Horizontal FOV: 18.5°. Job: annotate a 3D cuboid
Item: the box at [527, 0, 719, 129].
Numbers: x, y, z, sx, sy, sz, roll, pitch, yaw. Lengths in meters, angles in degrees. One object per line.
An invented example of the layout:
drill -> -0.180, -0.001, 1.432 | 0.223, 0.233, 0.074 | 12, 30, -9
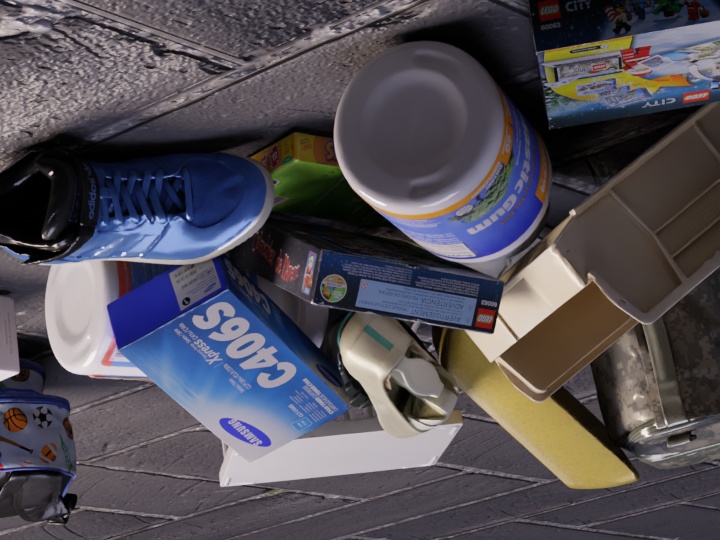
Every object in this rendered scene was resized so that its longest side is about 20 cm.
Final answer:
box -> 0.209, -0.145, 1.391 | 0.198, 0.038, 0.137 | -9, 163, 5

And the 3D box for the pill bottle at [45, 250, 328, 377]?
pill bottle -> -0.129, 0.027, 1.679 | 0.199, 0.113, 0.112 | 5, 159, -34

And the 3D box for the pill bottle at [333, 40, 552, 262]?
pill bottle -> 0.064, -0.068, 1.449 | 0.111, 0.113, 0.200 | -12, 164, 16

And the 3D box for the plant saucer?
plant saucer -> 0.129, 0.100, 1.806 | 0.048, 0.200, 0.200 | -47, -173, 4

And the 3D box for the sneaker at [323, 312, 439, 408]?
sneaker -> 0.009, 0.069, 1.777 | 0.075, 0.079, 0.200 | -40, 153, 4

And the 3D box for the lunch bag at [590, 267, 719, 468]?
lunch bag -> 0.249, 0.049, 1.771 | 0.138, 0.202, 0.168 | -15, 165, 15

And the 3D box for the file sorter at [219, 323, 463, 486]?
file sorter -> -0.026, 0.106, 1.951 | 0.198, 0.126, 0.139 | -4, 162, -11

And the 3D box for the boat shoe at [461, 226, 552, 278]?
boat shoe -> 0.116, 0.008, 1.760 | 0.074, 0.087, 0.201 | -16, 161, 27

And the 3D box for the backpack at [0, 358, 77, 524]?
backpack -> -0.334, 0.155, 1.943 | 0.198, 0.156, 0.190 | -7, 172, -23

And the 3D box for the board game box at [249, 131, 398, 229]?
board game box -> 0.003, -0.061, 1.595 | 0.199, 0.030, 0.095 | 10, 157, -38

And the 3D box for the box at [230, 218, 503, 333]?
box -> 0.000, 0.000, 1.574 | 0.135, 0.038, 0.200 | 9, -175, -20

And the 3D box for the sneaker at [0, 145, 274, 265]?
sneaker -> -0.164, -0.044, 1.492 | 0.198, 0.078, 0.111 | -5, 173, 14

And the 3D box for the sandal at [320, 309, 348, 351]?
sandal -> -0.074, 0.069, 1.860 | 0.198, 0.077, 0.043 | -13, 164, -9

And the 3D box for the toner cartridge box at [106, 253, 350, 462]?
toner cartridge box -> -0.093, 0.064, 1.610 | 0.094, 0.043, 0.200 | -28, 143, 12

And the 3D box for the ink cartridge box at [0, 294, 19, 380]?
ink cartridge box -> -0.382, 0.054, 1.735 | 0.115, 0.068, 0.199 | -23, 157, 40

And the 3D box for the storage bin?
storage bin -> 0.192, -0.014, 1.565 | 0.198, 0.094, 0.200 | -37, 176, -25

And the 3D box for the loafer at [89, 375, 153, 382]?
loafer -> -0.142, 0.071, 1.761 | 0.199, 0.063, 0.072 | 11, 133, -32

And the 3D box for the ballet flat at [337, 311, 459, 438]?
ballet flat -> 0.039, 0.088, 1.679 | 0.069, 0.070, 0.200 | -12, 155, 15
